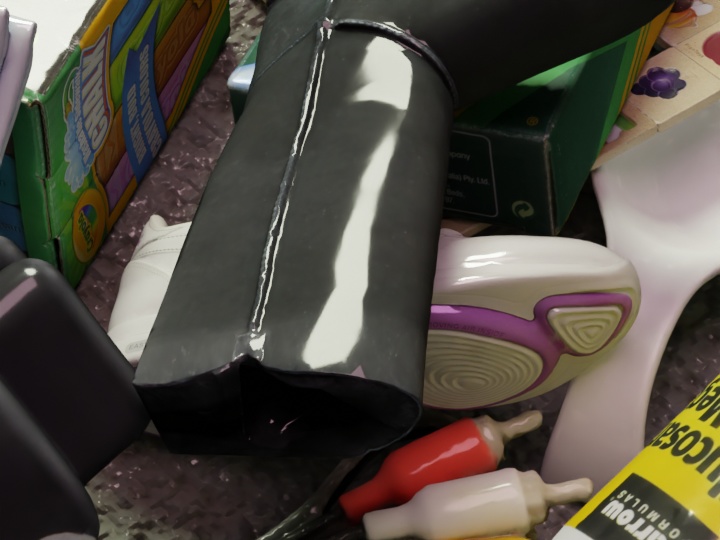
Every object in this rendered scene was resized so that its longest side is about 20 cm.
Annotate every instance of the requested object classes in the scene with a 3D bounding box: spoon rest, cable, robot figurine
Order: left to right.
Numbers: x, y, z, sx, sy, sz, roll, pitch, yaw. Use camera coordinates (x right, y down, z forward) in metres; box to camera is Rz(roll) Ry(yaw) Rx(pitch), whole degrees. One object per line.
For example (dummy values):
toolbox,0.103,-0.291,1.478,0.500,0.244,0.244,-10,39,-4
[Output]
robot figurine,-0.165,0.076,0.930,0.200,0.150,0.125,-41,76,-11
cable,-0.021,0.094,1.010,0.200,0.050,0.097,-12,51,-12
spoon rest,0.118,-0.007,1.083,0.099,0.061,0.200,15,54,15

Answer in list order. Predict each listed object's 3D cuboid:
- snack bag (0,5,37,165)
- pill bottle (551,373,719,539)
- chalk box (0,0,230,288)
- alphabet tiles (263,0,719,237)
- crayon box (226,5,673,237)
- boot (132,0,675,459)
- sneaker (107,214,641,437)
snack bag,-0.221,-0.021,1.032,0.188,0.200,0.021,19,11,15
pill bottle,0.131,0.096,0.949,0.200,0.112,0.112,-43,62,-8
chalk box,-0.145,-0.078,1.101,0.125,0.124,0.200,20,56,14
alphabet tiles,0.042,-0.095,1.161,0.167,0.008,0.200,-29,45,-20
crayon box,0.047,-0.105,1.127,0.125,0.052,0.200,10,45,21
boot,0.021,-0.033,0.962,0.165,0.066,0.200,-14,38,29
sneaker,0.000,0.000,1.039,0.200,0.075,0.100,-6,53,19
